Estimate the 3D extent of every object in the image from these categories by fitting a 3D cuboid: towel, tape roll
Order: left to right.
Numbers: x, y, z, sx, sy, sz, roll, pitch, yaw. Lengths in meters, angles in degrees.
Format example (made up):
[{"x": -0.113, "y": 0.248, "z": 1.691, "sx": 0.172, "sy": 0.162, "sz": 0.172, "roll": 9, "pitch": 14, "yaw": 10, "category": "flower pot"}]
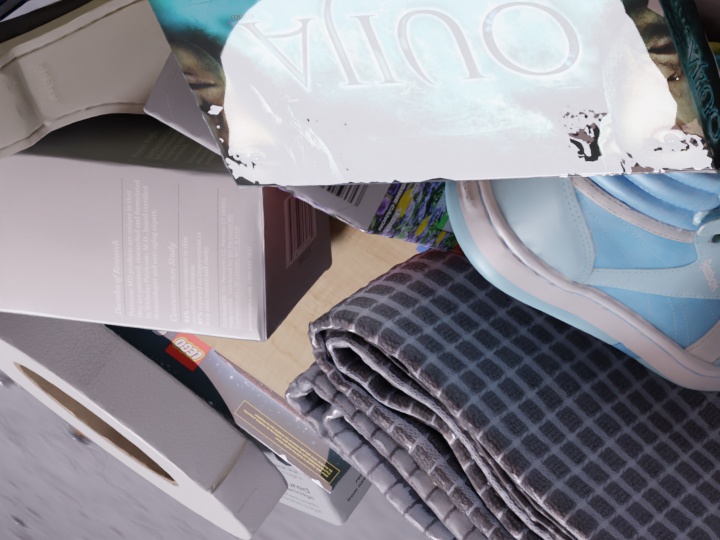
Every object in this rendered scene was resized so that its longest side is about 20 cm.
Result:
[{"x": -0.126, "y": 0.067, "z": 1.433, "sx": 0.202, "sy": 0.037, "sz": 0.203, "roll": 35, "pitch": 169, "yaw": 8, "category": "tape roll"}, {"x": 0.093, "y": 0.062, "z": 1.174, "sx": 0.200, "sy": 0.165, "sz": 0.086, "roll": 40, "pitch": 133, "yaw": 17, "category": "towel"}]

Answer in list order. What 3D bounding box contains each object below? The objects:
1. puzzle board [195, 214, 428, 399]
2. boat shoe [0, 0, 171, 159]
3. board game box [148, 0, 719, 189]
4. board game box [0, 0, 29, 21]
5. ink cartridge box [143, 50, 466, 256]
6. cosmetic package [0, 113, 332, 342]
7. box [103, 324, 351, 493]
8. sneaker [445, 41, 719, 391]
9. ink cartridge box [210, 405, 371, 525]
[{"x": 0.000, "y": 0.000, "z": 1.302, "sx": 0.200, "sy": 0.017, "sz": 0.151, "roll": 35, "pitch": 114, "yaw": -1, "category": "puzzle board"}, {"x": -0.120, "y": -0.102, "z": 1.202, "sx": 0.063, "sy": 0.199, "sz": 0.073, "roll": -121, "pitch": 15, "yaw": -45, "category": "boat shoe"}, {"x": 0.019, "y": -0.090, "z": 0.954, "sx": 0.199, "sy": 0.028, "sz": 0.136, "roll": -1, "pitch": 129, "yaw": 33, "category": "board game box"}, {"x": -0.234, "y": -0.189, "z": 1.261, "sx": 0.200, "sy": 0.056, "sz": 0.196, "roll": 42, "pitch": 160, "yaw": -13, "category": "board game box"}, {"x": 0.001, "y": -0.052, "z": 1.149, "sx": 0.109, "sy": 0.051, "sz": 0.200, "roll": 29, "pitch": -174, "yaw": 19, "category": "ink cartridge box"}, {"x": -0.122, "y": -0.032, "z": 1.255, "sx": 0.199, "sy": 0.107, "sz": 0.091, "roll": 4, "pitch": 112, "yaw": 16, "category": "cosmetic package"}, {"x": -0.052, "y": -0.004, "z": 1.346, "sx": 0.200, "sy": 0.038, "sz": 0.137, "roll": 37, "pitch": 114, "yaw": -5, "category": "box"}, {"x": 0.145, "y": -0.022, "z": 1.091, "sx": 0.200, "sy": 0.080, "sz": 0.130, "roll": 19, "pitch": 139, "yaw": -40, "category": "sneaker"}, {"x": -0.074, "y": 0.035, "z": 1.505, "sx": 0.146, "sy": 0.083, "sz": 0.200, "roll": 19, "pitch": 152, "yaw": 33, "category": "ink cartridge box"}]
